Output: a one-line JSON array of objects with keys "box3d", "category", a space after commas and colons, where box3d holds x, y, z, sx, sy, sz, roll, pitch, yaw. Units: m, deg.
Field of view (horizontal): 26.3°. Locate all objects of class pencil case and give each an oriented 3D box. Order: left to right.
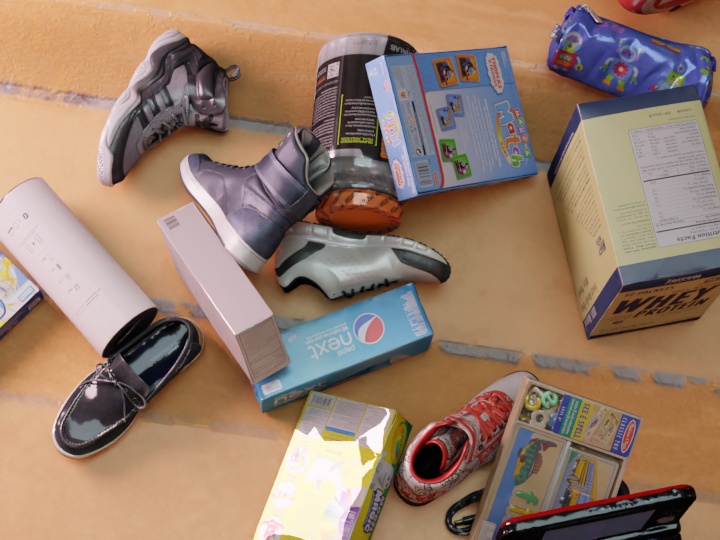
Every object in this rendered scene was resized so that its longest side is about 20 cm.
[{"box3d": [0.311, -0.241, 1.766, 0.198, 0.088, 0.078, 20, 33, 2], "category": "pencil case"}]

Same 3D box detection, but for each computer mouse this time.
[{"box3d": [0.188, 0.250, 1.635, 0.197, 0.034, 0.059, -6, 93, 0], "category": "computer mouse"}]

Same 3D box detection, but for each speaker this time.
[{"box3d": [-0.310, -0.002, 1.659, 0.081, 0.081, 0.200, -41, 78, -14], "category": "speaker"}]

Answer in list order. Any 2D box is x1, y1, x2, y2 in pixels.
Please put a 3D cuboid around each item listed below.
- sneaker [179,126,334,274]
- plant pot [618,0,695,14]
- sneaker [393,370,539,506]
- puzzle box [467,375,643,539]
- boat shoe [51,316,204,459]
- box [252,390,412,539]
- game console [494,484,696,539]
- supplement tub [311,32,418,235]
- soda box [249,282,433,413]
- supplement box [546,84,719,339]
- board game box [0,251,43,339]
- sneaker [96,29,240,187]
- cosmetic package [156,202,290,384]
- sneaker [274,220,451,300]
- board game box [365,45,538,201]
[{"box3d": [-0.108, -0.104, 1.653, 0.146, 0.077, 0.203, -48, 43, 8], "category": "sneaker"}, {"box3d": [0.355, -0.407, 1.766, 0.198, 0.200, 0.184, -22, 82, -9], "category": "plant pot"}, {"box3d": [0.122, 0.169, 1.613, 0.201, 0.108, 0.067, -37, 77, -13], "category": "sneaker"}, {"box3d": [0.200, 0.225, 1.599, 0.132, 0.025, 0.202, 18, 92, -6], "category": "puzzle box"}, {"box3d": [-0.249, 0.119, 1.634, 0.200, 0.062, 0.075, -41, 80, -13], "category": "boat shoe"}, {"box3d": [-0.033, 0.233, 1.591, 0.116, 0.048, 0.202, 10, 67, 34], "category": "box"}, {"box3d": [0.240, 0.305, 1.541, 0.197, 0.173, 0.120, -11, 68, -5], "category": "game console"}, {"box3d": [0.005, -0.149, 1.700, 0.121, 0.123, 0.202, 6, 72, -1], "category": "supplement tub"}, {"box3d": [-0.025, 0.084, 1.653, 0.198, 0.068, 0.065, -20, 74, -9], "category": "soda box"}, {"box3d": [0.299, -0.058, 1.645, 0.133, 0.200, 0.202, -10, 72, -6], "category": "supplement box"}, {"box3d": [-0.460, 0.050, 1.658, 0.135, 0.035, 0.200, 41, 75, 9], "category": "board game box"}, {"box3d": [-0.210, -0.169, 1.718, 0.113, 0.076, 0.202, 23, 70, 7], "category": "sneaker"}, {"box3d": [-0.144, 0.021, 1.617, 0.050, 0.083, 0.200, -27, 49, -13], "category": "cosmetic package"}, {"box3d": [0.000, 0.000, 1.685, 0.197, 0.074, 0.081, 7, 76, 8], "category": "sneaker"}, {"box3d": [0.103, -0.164, 1.684, 0.199, 0.036, 0.153, -11, 87, -42], "category": "board game box"}]
